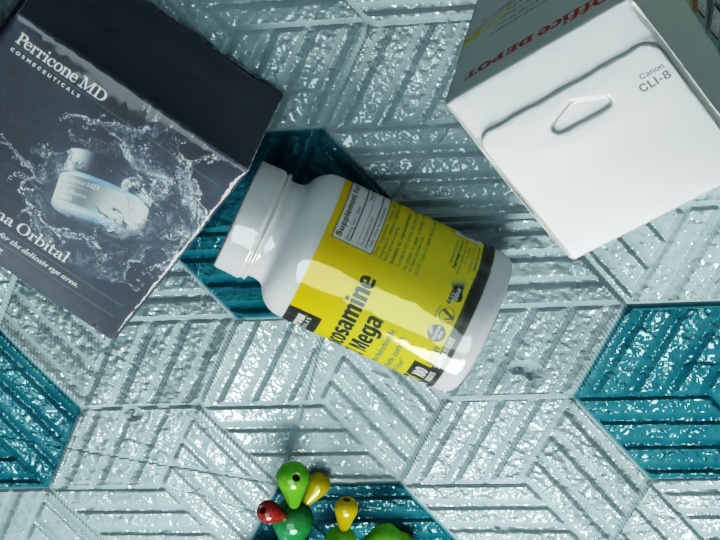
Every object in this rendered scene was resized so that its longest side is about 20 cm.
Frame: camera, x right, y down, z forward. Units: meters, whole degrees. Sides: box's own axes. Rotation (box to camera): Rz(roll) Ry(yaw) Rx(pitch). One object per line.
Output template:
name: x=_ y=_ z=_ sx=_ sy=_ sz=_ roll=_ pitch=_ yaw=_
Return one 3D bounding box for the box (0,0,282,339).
box: x=-0.197 y=-0.092 z=1.662 sx=0.196 sy=0.118 sz=0.200 roll=34 pitch=124 yaw=-11

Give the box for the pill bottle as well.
pill bottle: x=0.000 y=0.000 z=1.679 sx=0.200 sy=0.113 sz=0.113 roll=25 pitch=126 yaw=-4

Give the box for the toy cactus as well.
toy cactus: x=-0.032 y=0.247 z=1.883 sx=0.165 sy=0.102 sz=0.200 roll=-19 pitch=127 yaw=36

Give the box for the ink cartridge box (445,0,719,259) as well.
ink cartridge box: x=0.164 y=-0.137 z=1.488 sx=0.145 sy=0.200 sz=0.145 roll=-28 pitch=114 yaw=29
